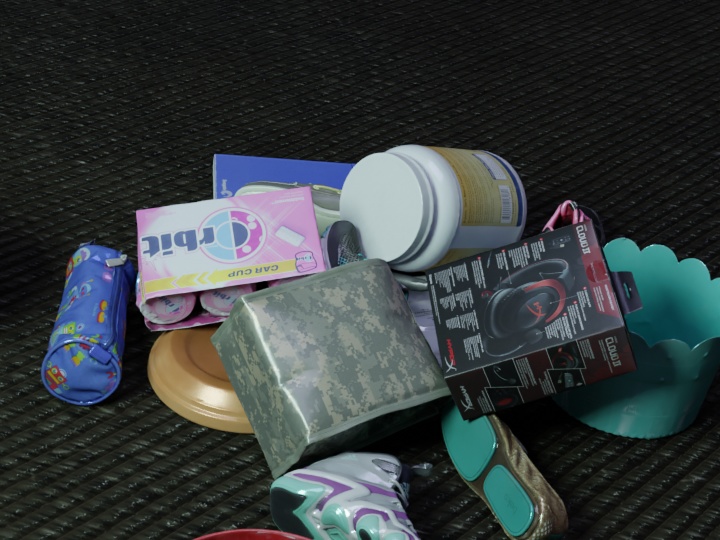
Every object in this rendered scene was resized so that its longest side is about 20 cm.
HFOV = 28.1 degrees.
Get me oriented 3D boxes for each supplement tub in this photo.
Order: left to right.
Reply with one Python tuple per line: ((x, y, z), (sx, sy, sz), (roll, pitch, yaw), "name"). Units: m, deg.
((0.085, -0.071, 1.666), (0.144, 0.145, 0.199), (34, 21, 35), "supplement tub")

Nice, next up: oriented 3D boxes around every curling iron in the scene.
((0.000, 0.000, 1.634), (0.199, 0.026, 0.049), (10, 26, 41), "curling iron")

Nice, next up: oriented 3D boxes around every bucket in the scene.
((0.292, 0.072, 1.538), (0.206, 0.135, 0.208), (7, 32, -4), "bucket")

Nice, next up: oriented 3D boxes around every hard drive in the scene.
((-0.087, -0.102, 1.831), (0.199, 0.025, 0.132), (3, 32, -9), "hard drive")

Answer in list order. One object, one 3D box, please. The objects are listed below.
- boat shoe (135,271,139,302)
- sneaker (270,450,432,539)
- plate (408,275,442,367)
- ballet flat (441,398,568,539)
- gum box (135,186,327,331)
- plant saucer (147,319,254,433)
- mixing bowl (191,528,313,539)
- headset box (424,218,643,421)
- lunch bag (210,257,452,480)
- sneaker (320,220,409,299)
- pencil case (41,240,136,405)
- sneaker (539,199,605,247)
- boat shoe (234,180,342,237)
((-0.184, -0.017, 1.617), (0.068, 0.085, 0.200), (16, 34, 16), "boat shoe")
((0.030, 0.217, 1.299), (0.199, 0.078, 0.140), (30, 39, 30), "sneaker")
((0.075, 0.060, 1.605), (0.198, 0.032, 0.200), (-7, 35, -24), "plate")
((0.140, 0.196, 1.390), (0.065, 0.071, 0.200), (22, 24, -34), "ballet flat")
((-0.140, -0.012, 1.509), (0.199, 0.066, 0.114), (-8, 55, -5), "gum box")
((-0.121, 0.094, 1.499), (0.199, 0.038, 0.201), (7, 32, -4), "plant saucer")
((-0.080, 0.305, 1.102), (0.199, 0.109, 0.201), (6, 33, -4), "mixing bowl")
((0.175, 0.045, 1.411), (0.199, 0.075, 0.149), (-18, 45, 9), "headset box")
((-0.021, 0.089, 1.412), (0.199, 0.118, 0.165), (-17, 70, -32), "lunch bag")
((0.009, 0.026, 1.546), (0.091, 0.078, 0.201), (-20, 54, 15), "sneaker")
((-0.276, 0.050, 1.487), (0.078, 0.087, 0.200), (34, 25, -22), "pencil case")
((0.258, -0.048, 1.761), (0.079, 0.096, 0.200), (16, 29, 16), "sneaker")
((-0.054, -0.070, 1.745), (0.200, 0.072, 0.060), (14, 35, -4), "boat shoe")
